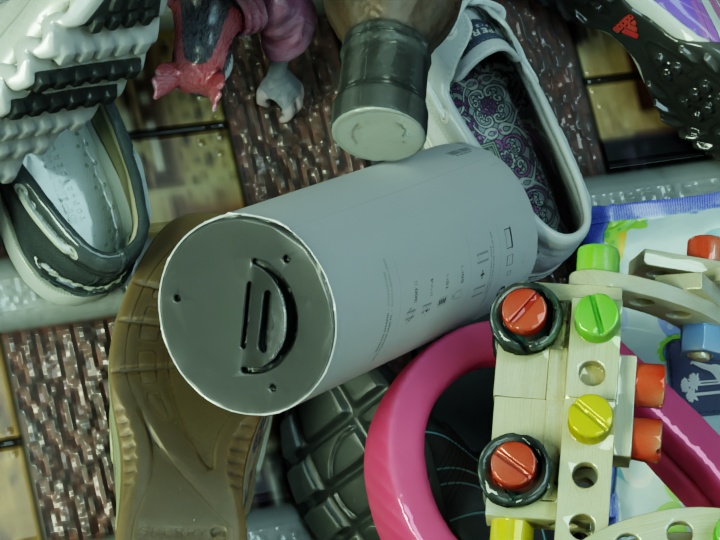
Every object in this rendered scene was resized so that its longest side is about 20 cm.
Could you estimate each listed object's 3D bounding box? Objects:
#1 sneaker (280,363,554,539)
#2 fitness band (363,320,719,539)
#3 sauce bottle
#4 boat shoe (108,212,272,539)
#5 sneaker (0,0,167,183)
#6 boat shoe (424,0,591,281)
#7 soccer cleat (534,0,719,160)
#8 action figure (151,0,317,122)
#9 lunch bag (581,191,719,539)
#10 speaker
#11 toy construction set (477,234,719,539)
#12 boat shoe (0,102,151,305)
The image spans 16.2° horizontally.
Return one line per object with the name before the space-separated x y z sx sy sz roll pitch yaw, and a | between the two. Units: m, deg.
sneaker | 0.037 0.113 1.098 0.200 0.075 0.079 57 32 7
fitness band | 0.093 0.107 1.048 0.200 0.037 0.144 44 58 1
sauce bottle | 0.015 -0.141 1.098 0.065 0.065 0.200 19 56 -18
boat shoe | -0.075 0.073 1.059 0.073 0.063 0.200 10 67 -6
sneaker | -0.155 -0.073 0.994 0.081 0.200 0.075 56 28 15
boat shoe | 0.047 -0.092 1.150 0.072 0.069 0.200 -16 81 -27
soccer cleat | 0.150 -0.126 1.211 0.200 0.068 0.073 39 59 -7
action figure | -0.050 -0.154 1.088 0.134 0.149 0.200 20 54 -25
lunch bag | 0.202 0.049 1.157 0.200 0.127 0.170 -2 80 -9
speaker | 0.000 0.000 1.042 0.081 0.081 0.200 62 29 3
toy construction set | 0.114 0.064 1.003 0.131 0.092 0.200 4 58 6
boat shoe | -0.142 -0.085 1.067 0.076 0.060 0.200 -27 87 -28
